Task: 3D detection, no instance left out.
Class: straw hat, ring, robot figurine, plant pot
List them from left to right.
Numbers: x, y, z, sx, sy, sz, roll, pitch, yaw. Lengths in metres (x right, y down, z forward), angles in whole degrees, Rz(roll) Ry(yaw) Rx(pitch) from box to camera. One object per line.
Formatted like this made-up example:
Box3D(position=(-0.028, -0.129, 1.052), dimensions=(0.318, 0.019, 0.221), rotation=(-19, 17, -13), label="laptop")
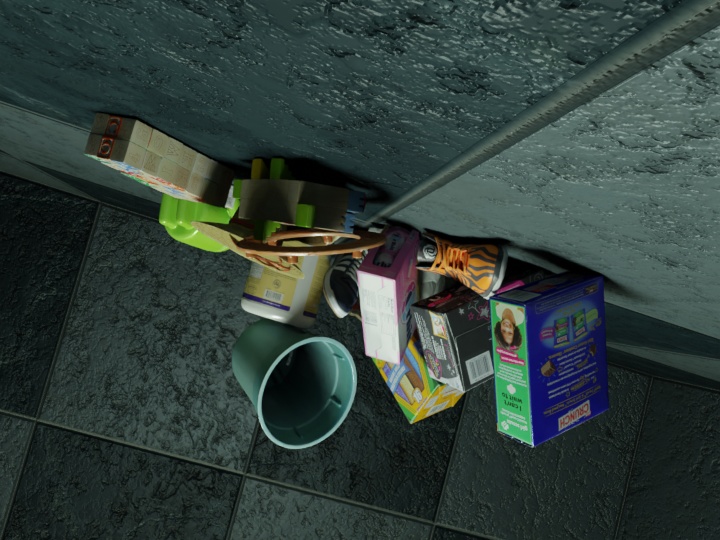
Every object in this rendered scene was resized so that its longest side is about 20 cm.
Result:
Box3D(position=(-0.310, -0.104, 1.251), dimensions=(0.171, 0.120, 0.199), rotation=(1, 170, 26), label="robot figurine")
Box3D(position=(-0.154, -0.067, 0.965), dimensions=(0.196, 0.087, 0.201), rotation=(24, 170, 4), label="straw hat")
Box3D(position=(-0.139, 0.190, 1.168), dimensions=(0.197, 0.206, 0.194), rotation=(19, -178, -36), label="plant pot")
Box3D(position=(-0.063, -0.032, 0.814), dimensions=(0.194, 0.020, 0.201), rotation=(-2, -168, 0), label="ring")

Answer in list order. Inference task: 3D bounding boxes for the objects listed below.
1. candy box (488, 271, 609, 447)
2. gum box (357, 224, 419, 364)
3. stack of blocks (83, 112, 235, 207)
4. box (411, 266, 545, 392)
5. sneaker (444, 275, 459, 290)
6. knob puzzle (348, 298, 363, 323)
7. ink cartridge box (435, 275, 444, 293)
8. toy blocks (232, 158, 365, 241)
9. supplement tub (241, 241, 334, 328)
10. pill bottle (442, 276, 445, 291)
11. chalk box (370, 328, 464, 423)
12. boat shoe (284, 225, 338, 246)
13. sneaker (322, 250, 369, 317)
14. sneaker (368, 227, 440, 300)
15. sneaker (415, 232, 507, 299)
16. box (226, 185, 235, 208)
Box3D(position=(0.272, 0.121, 0.900), dimensions=(0.165, 0.207, 0.076), rotation=(-13, -168, -30), label="candy box")
Box3D(position=(0.050, 0.037, 1.024), dimensions=(0.064, 0.115, 0.204), rotation=(13, 135, 19), label="gum box")
Box3D(position=(-0.289, -0.154, 0.901), dimensions=(0.113, 0.060, 0.199), rotation=(14, 175, 30), label="stack of blocks")
Box3D(position=(0.200, 0.088, 1.017), dimensions=(0.195, 0.136, 0.114), rotation=(-21, -168, -21), label="box")
Box3D(position=(0.174, 0.071, 1.117), dimensions=(0.080, 0.206, 0.073), rotation=(5, 154, -28), label="sneaker")
Box3D(position=(0.037, 0.022, 1.295), dimensions=(0.214, 0.225, 0.031), rotation=(17, 147, -14), label="knob puzzle")
Box3D(position=(0.128, 0.028, 1.456), dimensions=(0.140, 0.086, 0.200), rotation=(16, 175, 13), label="ink cartridge box")
Box3D(position=(-0.065, -0.084, 0.824), dimensions=(0.134, 0.103, 0.198), rotation=(4, -176, -38), label="toy blocks")
Box3D(position=(-0.128, -0.010, 1.154), dimensions=(0.141, 0.206, 0.145), rotation=(16, 176, 1), label="supplement tub")
Box3D(position=(0.195, 0.103, 1.286), dimensions=(0.111, 0.206, 0.114), rotation=(13, -179, 0), label="pill bottle")
Box3D(position=(0.109, 0.153, 1.178), dimensions=(0.122, 0.125, 0.202), rotation=(-9, -125, -38), label="chalk box")
Box3D(position=(-0.106, -0.082, 1.037), dimensions=(0.196, 0.073, 0.064), rotation=(20, -160, 31), label="boat shoe")
Box3D(position=(0.000, 0.000, 1.126), dimensions=(0.071, 0.107, 0.201), rotation=(54, -159, -19), label="sneaker")
Box3D(position=(0.076, 0.002, 1.111), dimensions=(0.197, 0.119, 0.073), rotation=(22, 175, -42), label="sneaker")
Box3D(position=(0.140, -0.011, 0.933), dimensions=(0.109, 0.080, 0.200), rotation=(16, 176, -8), label="sneaker")
Box3D(position=(-0.287, -0.153, 1.053), dimensions=(0.038, 0.043, 0.198), rotation=(13, 175, 34), label="box")
